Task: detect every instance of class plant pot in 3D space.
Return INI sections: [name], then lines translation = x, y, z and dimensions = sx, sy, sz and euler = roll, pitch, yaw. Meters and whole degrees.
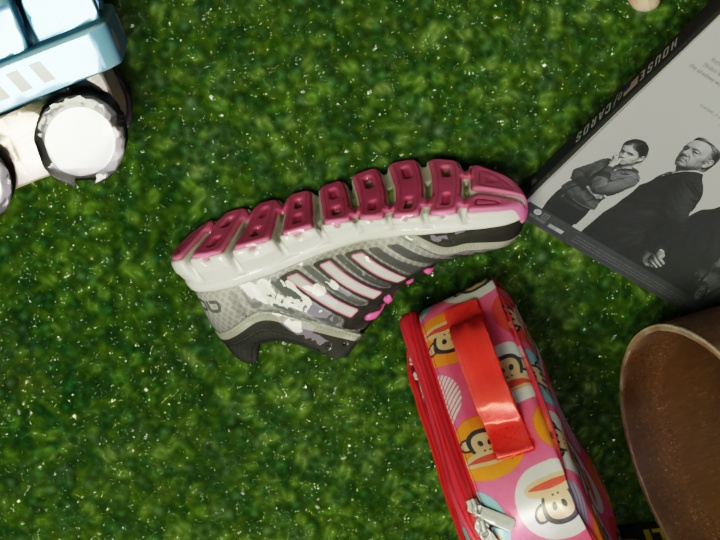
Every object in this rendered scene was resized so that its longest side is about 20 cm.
[plant pot]
translation = 0.279, 0.081, 1.214
dimensions = 0.199, 0.187, 0.188
euler = -22, 118, -20

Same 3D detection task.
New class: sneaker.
[sneaker]
translation = 0.000, 0.000, 1.200
dimensions = 0.198, 0.074, 0.088
euler = -14, 115, 6

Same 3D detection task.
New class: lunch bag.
[lunch bag]
translation = 0.084, 0.104, 1.175
dimensions = 0.081, 0.201, 0.177
euler = -21, 129, 4

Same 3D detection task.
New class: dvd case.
[dvd case]
translation = 0.200, -0.057, 1.175
dimensions = 0.150, 0.025, 0.200
euler = 29, 133, -17

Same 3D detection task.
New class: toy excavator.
[toy excavator]
translation = -0.169, -0.147, 1.108
dimensions = 0.193, 0.100, 0.201
euler = -22, 107, 3

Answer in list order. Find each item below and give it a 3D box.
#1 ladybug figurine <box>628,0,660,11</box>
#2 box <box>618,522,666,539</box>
[ladybug figurine]
translation = 0.140, -0.226, 1.107
dimensions = 0.134, 0.072, 0.202
euler = -13, 116, 0
[box]
translation = 0.221, 0.232, 1.343
dimensions = 0.198, 0.049, 0.161
euler = -5, 114, -3
